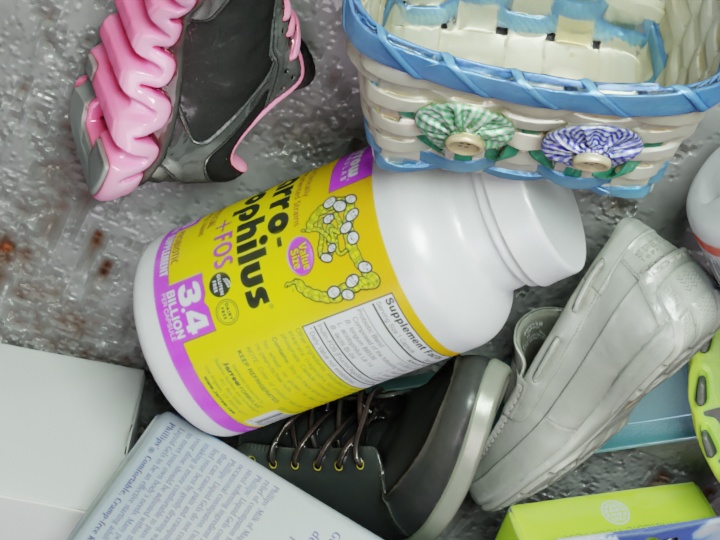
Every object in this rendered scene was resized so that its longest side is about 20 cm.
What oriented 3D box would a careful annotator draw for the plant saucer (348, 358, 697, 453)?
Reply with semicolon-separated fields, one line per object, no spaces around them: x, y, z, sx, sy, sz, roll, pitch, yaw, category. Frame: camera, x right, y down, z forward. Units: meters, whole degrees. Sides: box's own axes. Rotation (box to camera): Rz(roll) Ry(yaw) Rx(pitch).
0.082;0.073;0.922;0.198;0.019;0.070;-11;128;14;plant saucer

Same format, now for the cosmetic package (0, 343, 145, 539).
-0.220;0.097;0.918;0.198;0.108;0.085;13;131;-3;cosmetic package

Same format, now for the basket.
0.077;-0.123;0.675;0.174;0.140;0.201;6;140;2;basket

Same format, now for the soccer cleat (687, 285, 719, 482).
0.213;0.093;0.893;0.064;0.084;0.202;-16;106;18;soccer cleat

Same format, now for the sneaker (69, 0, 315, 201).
-0.057;-0.111;0.758;0.095;0.079;0.201;5;135;-28;sneaker

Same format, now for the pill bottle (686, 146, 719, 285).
0.235;0.028;0.785;0.111;0.113;0.201;-22;115;23;pill bottle

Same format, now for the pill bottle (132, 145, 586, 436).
0.000;0.000;0.812;0.199;0.105;0.105;-22;125;22;pill bottle

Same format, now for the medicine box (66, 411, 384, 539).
-0.034;0.189;0.877;0.199;0.103;0.183;28;159;17;medicine box

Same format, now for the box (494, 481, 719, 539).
0.118;0.188;0.965;0.121;0.048;0.201;-5;136;-24;box

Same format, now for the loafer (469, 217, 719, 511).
0.103;0.050;0.855;0.070;0.070;0.200;51;135;15;loafer

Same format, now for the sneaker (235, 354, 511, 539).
-0.004;0.087;0.864;0.106;0.075;0.200;28;144;-3;sneaker
